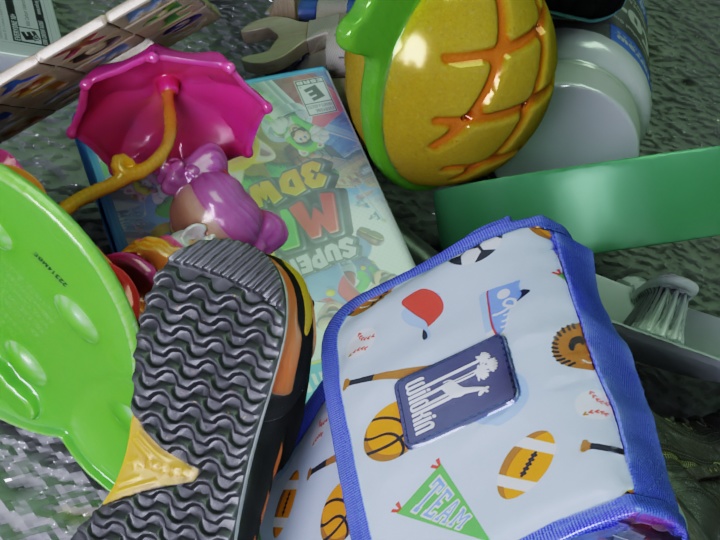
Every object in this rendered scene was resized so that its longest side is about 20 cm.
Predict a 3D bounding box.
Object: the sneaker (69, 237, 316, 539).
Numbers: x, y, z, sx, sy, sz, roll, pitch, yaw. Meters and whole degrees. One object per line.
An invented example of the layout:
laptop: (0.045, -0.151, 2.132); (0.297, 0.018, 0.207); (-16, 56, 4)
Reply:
sneaker: (-0.060, 0.089, 0.617); (0.070, 0.200, 0.090); (17, -1, 20)

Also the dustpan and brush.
dustpan and brush: (0.161, 0.022, 0.900); (0.139, 0.057, 0.200); (19, -7, 0)

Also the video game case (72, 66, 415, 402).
video game case: (-0.051, -0.013, 0.810); (0.143, 0.018, 0.200); (-12, 60, -19)

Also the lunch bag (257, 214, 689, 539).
lunch bag: (0.037, 0.097, 0.614); (0.124, 0.200, 0.170); (19, 33, -23)

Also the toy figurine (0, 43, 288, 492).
toy figurine: (-0.095, -0.020, 0.733); (0.200, 0.150, 0.184); (46, 47, -6)

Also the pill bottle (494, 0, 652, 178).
pill bottle: (0.139, -0.129, 1.083); (0.114, 0.114, 0.200); (21, 34, -6)

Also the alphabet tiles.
alphabet tiles: (-0.161, -0.079, 0.754); (0.008, 0.200, 0.167); (60, 3, -3)

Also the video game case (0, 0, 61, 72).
video game case: (-0.283, -0.187, 0.981); (0.182, 0.024, 0.200); (6, 38, -26)

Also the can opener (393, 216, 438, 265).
can opener: (0.000, 0.000, 0.874); (0.200, 0.067, 0.053); (39, 56, 0)

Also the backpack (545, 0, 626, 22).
backpack: (0.093, -0.244, 0.957); (0.153, 0.176, 0.200); (33, 28, 21)

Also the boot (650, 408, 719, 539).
boot: (0.159, 0.092, 0.834); (0.174, 0.069, 0.200); (-7, 54, -47)

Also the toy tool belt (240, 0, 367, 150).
toy tool belt: (-0.016, -0.128, 1.007); (0.123, 0.125, 0.200); (-2, 22, 23)

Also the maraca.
maraca: (0.043, -0.120, 0.845); (0.107, 0.200, 0.137); (27, 73, 28)

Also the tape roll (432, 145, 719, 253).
tape roll: (0.142, -0.036, 0.901); (0.200, 0.048, 0.200); (-9, 0, 0)
